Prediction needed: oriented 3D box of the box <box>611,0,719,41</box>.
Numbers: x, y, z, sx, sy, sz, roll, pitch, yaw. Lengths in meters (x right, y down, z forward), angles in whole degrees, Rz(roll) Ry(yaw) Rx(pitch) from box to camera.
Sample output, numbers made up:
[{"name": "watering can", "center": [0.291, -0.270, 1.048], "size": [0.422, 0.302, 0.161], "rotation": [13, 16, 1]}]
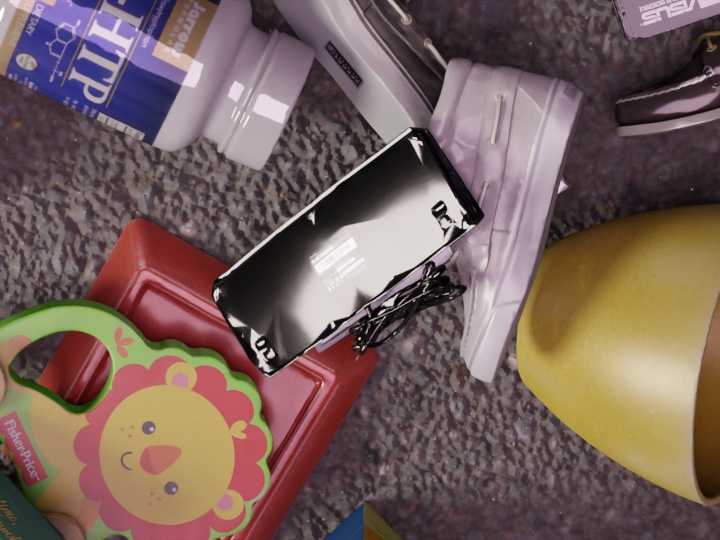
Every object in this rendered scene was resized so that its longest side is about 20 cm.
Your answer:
[{"name": "box", "center": [0.246, -0.257, 1.686], "size": [0.199, 0.044, 0.161], "rotation": [-17, 102, 4]}]

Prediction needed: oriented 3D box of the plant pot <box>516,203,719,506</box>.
[{"name": "plant pot", "center": [0.187, 0.043, 1.700], "size": [0.142, 0.200, 0.201], "rotation": [12, 105, 23]}]

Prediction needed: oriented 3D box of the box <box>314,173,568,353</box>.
[{"name": "box", "center": [0.038, -0.036, 1.702], "size": [0.200, 0.117, 0.060], "rotation": [-34, 101, 7]}]

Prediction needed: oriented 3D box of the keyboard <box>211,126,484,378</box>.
[{"name": "keyboard", "center": [0.000, 0.000, 1.620], "size": [0.200, 0.040, 0.104], "rotation": [-36, 78, 32]}]

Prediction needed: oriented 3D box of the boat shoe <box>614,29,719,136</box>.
[{"name": "boat shoe", "center": [0.259, -0.139, 1.704], "size": [0.201, 0.072, 0.061], "rotation": [-17, 99, -3]}]

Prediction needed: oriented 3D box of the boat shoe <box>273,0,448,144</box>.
[{"name": "boat shoe", "center": [-0.001, -0.170, 1.701], "size": [0.064, 0.071, 0.200], "rotation": [-37, 93, -25]}]

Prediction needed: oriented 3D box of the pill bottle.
[{"name": "pill bottle", "center": [-0.137, -0.148, 1.673], "size": [0.200, 0.120, 0.120], "rotation": [25, 102, -6]}]

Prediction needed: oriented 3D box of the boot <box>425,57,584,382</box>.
[{"name": "boot", "center": [0.071, -0.035, 1.617], "size": [0.095, 0.074, 0.201], "rotation": [16, 103, 7]}]

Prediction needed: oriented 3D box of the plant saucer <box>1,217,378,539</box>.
[{"name": "plant saucer", "center": [-0.120, 0.096, 1.774], "size": [0.200, 0.037, 0.200], "rotation": [30, 101, -6]}]

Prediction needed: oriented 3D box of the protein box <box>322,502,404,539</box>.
[{"name": "protein box", "center": [-0.022, 0.297, 1.737], "size": [0.199, 0.200, 0.135], "rotation": [-43, 100, 9]}]

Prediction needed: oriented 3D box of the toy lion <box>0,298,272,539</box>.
[{"name": "toy lion", "center": [-0.163, 0.107, 1.732], "size": [0.191, 0.069, 0.200], "rotation": [-26, 102, -1]}]

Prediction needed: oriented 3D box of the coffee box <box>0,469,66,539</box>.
[{"name": "coffee box", "center": [-0.274, 0.202, 1.724], "size": [0.123, 0.044, 0.200], "rotation": [47, 138, 8]}]
